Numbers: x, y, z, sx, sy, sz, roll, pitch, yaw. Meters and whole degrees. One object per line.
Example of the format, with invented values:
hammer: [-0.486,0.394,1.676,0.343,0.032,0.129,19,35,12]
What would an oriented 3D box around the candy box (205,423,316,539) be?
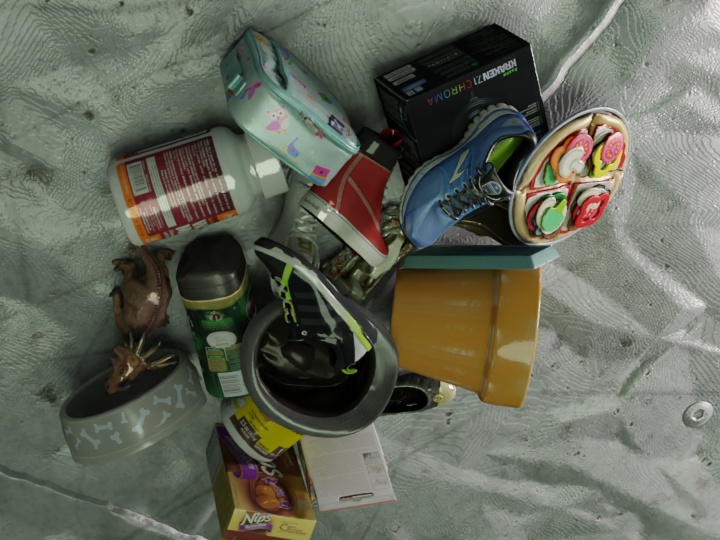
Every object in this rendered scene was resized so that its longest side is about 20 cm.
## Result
candy box: [-0.138,0.292,1.809,0.116,0.200,0.057,13,114,-19]

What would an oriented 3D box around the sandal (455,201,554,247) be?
sandal: [0.156,-0.074,1.735,0.200,0.054,0.080,15,75,-4]

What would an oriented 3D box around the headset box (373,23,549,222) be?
headset box: [0.132,-0.169,1.633,0.174,0.093,0.200,-25,124,-12]

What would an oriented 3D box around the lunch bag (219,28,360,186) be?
lunch bag: [-0.086,-0.190,1.526,0.077,0.200,0.160,-44,118,12]

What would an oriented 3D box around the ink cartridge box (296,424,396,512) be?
ink cartridge box: [-0.021,0.273,1.823,0.109,0.200,0.050,-7,122,-8]

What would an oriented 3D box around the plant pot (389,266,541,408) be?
plant pot: [0.131,0.069,1.754,0.183,0.200,0.200,7,120,2]

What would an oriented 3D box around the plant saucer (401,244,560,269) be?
plant saucer: [0.150,-0.018,1.701,0.070,0.200,0.019,-24,110,-50]

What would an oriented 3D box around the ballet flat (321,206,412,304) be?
ballet flat: [0.000,0.000,1.743,0.076,0.064,0.200,28,112,-28]

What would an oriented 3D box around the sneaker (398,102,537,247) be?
sneaker: [0.125,-0.104,1.552,0.200,0.089,0.079,-48,125,5]

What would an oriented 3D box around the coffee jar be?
coffee jar: [-0.176,0.059,1.714,0.085,0.104,0.200,-6,123,7]

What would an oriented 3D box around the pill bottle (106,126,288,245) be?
pill bottle: [-0.194,-0.109,1.605,0.200,0.110,0.110,-17,123,-2]

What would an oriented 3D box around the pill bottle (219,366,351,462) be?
pill bottle: [-0.084,0.160,1.795,0.200,0.109,0.109,-39,121,12]

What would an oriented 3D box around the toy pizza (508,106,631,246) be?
toy pizza: [0.267,-0.110,1.660,0.200,0.032,0.200,-25,138,-25]

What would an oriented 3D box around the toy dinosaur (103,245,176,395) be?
toy dinosaur: [-0.269,0.051,1.670,0.086,0.136,0.200,5,119,-15]

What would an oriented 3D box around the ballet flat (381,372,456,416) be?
ballet flat: [0.038,0.185,1.868,0.200,0.057,0.067,-6,123,-9]

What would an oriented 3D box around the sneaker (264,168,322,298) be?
sneaker: [-0.064,-0.057,1.664,0.074,0.116,0.200,13,116,-18]

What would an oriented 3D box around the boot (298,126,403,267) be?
boot: [0.019,-0.092,1.617,0.144,0.072,0.200,-52,152,-3]

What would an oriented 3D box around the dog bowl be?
dog bowl: [-0.293,0.168,1.708,0.200,0.200,0.059,-22,108,1]

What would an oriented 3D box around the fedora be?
fedora: [-0.060,0.114,1.683,0.200,0.090,0.177,17,89,-16]

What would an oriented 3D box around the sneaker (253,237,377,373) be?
sneaker: [-0.064,0.047,1.593,0.200,0.072,0.083,44,83,-14]
